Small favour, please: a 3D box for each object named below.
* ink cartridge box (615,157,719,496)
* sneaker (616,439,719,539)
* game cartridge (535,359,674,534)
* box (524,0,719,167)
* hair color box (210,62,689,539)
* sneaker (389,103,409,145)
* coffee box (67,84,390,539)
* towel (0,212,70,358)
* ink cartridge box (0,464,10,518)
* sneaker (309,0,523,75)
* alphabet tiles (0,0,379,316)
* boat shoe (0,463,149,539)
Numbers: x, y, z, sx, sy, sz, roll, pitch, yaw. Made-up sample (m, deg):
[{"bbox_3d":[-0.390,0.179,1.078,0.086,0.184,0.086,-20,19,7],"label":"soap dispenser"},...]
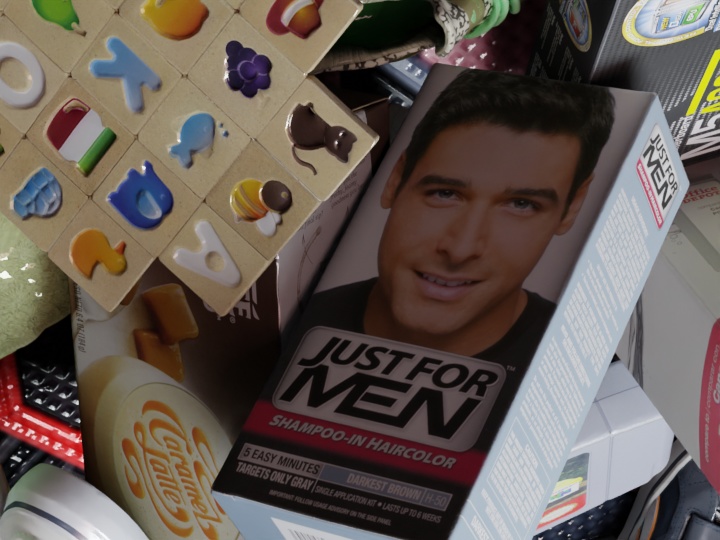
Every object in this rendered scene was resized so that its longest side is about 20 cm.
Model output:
[{"bbox_3d":[0.190,0.011,0.965,0.146,0.200,0.083,-12,125,-14],"label":"ink cartridge box"},{"bbox_3d":[0.168,0.161,1.149,0.078,0.079,0.200,22,113,-32],"label":"sneaker"},{"bbox_3d":[0.057,0.103,1.050,0.199,0.041,0.133,-24,156,-3],"label":"game cartridge"},{"bbox_3d":[0.151,-0.105,0.876,0.160,0.044,0.200,-17,159,-12],"label":"box"},{"bbox_3d":[0.037,0.022,0.824,0.200,0.099,0.061,-62,146,-26],"label":"hair color box"},{"bbox_3d":[0.000,0.000,0.979,0.082,0.077,0.200,2,138,15],"label":"sneaker"},{"bbox_3d":[-0.050,0.027,0.888,0.080,0.114,0.201,-28,123,-49],"label":"coffee box"},{"bbox_3d":[-0.196,-0.010,0.899,0.200,0.037,0.149,-29,130,1],"label":"towel"},{"bbox_3d":[-0.203,0.105,0.924,0.117,0.067,0.200,-21,149,-9],"label":"ink cartridge box"},{"bbox_3d":[0.041,-0.112,0.874,0.199,0.089,0.077,-18,132,1],"label":"sneaker"},{"bbox_3d":[-0.095,-0.082,0.799,0.200,0.006,0.166,43,121,1],"label":"alphabet tiles"},{"bbox_3d":[-0.120,0.154,0.912,0.067,0.073,0.200,-55,161,-29],"label":"boat shoe"}]
